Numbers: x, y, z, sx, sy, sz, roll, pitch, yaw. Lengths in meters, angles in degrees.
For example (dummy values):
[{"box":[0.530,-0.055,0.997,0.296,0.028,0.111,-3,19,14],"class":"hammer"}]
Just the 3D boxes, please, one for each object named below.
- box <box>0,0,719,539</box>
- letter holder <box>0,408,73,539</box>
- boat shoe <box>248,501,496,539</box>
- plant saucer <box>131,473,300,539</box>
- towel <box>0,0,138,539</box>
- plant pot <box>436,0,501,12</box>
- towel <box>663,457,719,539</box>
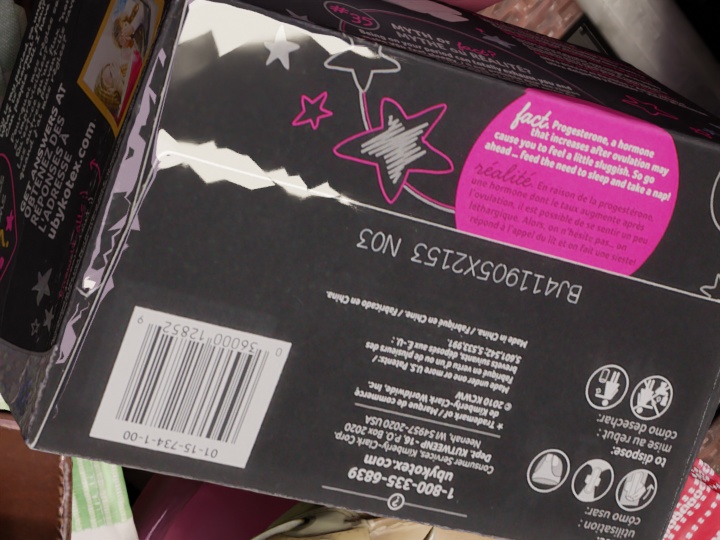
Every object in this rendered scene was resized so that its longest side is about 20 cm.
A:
[{"box":[0.000,-0.009,0.668,0.199,0.115,0.133,14,106,-26],"class":"box"},{"box":[-0.174,0.112,0.620,0.198,0.101,0.143,1,105,-10],"class":"letter holder"},{"box":[-0.031,0.121,0.723,0.199,0.063,0.074,-26,94,3],"class":"boat shoe"},{"box":[-0.013,0.125,0.908,0.199,0.051,0.202,-9,112,-24],"class":"plant saucer"},{"box":[-0.148,0.029,0.689,0.152,0.023,0.201,-21,116,-21],"class":"towel"},{"box":[0.016,-0.161,0.746,0.178,0.200,0.200,-35,122,7],"class":"plant pot"},{"box":[0.064,0.113,0.817,0.200,0.022,0.145,36,84,-32],"class":"towel"}]
